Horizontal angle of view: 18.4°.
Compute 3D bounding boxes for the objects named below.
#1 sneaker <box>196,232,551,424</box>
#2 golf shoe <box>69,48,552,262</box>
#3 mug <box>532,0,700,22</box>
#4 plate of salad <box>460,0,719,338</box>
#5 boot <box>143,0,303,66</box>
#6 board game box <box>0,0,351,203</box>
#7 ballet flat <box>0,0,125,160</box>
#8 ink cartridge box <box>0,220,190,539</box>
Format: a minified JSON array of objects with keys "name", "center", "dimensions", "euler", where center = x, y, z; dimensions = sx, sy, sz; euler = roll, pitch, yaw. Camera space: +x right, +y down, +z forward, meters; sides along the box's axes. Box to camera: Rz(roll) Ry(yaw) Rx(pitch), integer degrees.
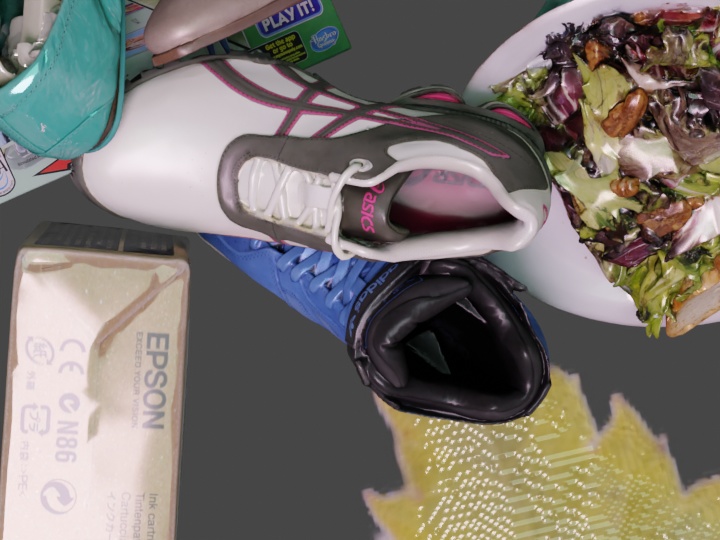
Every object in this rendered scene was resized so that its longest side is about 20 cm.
[{"name":"sneaker","center":[0.001,-0.001,0.985],"dimensions":[0.200,0.111,0.077],"euler":[38,92,-4]},{"name":"golf shoe","center":[-0.020,-0.043,0.907],"dimensions":[0.200,0.088,0.077],"euler":[2,110,-4]},{"name":"mug","center":[0.144,-0.160,0.976],"dimensions":[0.152,0.114,0.185],"euler":[3,94,-2]},{"name":"plate of salad","center":[0.136,-0.040,0.972],"dimensions":[0.200,0.048,0.200],"euler":[2,134,3]},{"name":"boot","center":[-0.048,-0.188,0.946],"dimensions":[0.070,0.200,0.146],"euler":[-9,110,38]},{"name":"board game box","center":[-0.112,-0.121,0.962],"dimensions":[0.200,0.029,0.135],"euler":[-28,97,-32]},{"name":"ballet flat","center":[-0.124,-0.146,0.895],"dimensions":[0.067,0.070,0.200],"euler":[-9,72,40]},{"name":"ink cartridge box","center":[-0.115,0.084,0.961],"dimensions":[0.075,0.165,0.200],"euler":[4,95,-5]}]
